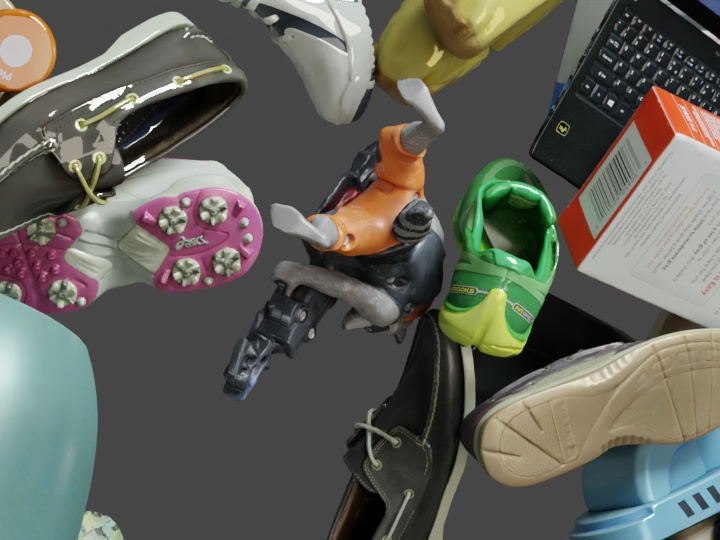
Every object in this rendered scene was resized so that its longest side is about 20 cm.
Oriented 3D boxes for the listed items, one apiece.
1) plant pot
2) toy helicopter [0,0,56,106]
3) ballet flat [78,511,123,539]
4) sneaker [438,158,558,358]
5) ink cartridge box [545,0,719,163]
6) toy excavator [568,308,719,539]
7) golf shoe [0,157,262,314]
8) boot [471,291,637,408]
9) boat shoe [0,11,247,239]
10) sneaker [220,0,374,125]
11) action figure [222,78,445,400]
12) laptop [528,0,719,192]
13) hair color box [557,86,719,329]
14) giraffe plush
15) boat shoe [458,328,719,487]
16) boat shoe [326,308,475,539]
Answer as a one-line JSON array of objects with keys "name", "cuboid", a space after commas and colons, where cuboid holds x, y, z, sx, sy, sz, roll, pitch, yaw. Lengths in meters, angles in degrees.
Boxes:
[{"name": "plant pot", "cuboid": [-0.236, 0.093, 1.208, 0.200, 0.200, 0.162, 28, 73, -27]}, {"name": "toy helicopter", "cuboid": [-0.270, -0.147, 1.222, 0.132, 0.079, 0.200, -41, 104, -5]}, {"name": "ballet flat", "cuboid": [-0.186, 0.245, 1.325, 0.074, 0.074, 0.201, 24, 88, -28]}, {"name": "sneaker", "cuboid": [0.096, -0.021, 1.351, 0.074, 0.200, 0.084, 21, 118, -5]}, {"name": "ink cartridge box", "cuboid": [0.218, -0.155, 1.442, 0.144, 0.084, 0.201, 12, 94, -27]}, {"name": "toy excavator", "cuboid": [0.205, 0.104, 1.420, 0.194, 0.100, 0.201, -21, 93, -30]}, {"name": "golf shoe", "cuboid": [-0.157, -0.025, 1.293, 0.198, 0.092, 0.076, -3, 117, -4]}, {"name": "boot", "cuboid": [0.131, 0.105, 1.453, 0.199, 0.065, 0.166, 27, 75, -33]}, {"name": "boat shoe", "cuboid": [-0.149, -0.073, 1.225, 0.201, 0.060, 0.072, -39, 154, -29]}, {"name": "sneaker", "cuboid": [-0.075, -0.167, 1.301, 0.129, 0.079, 0.200, -22, 113, -16]}, {"name": "action figure", "cuboid": [0.000, 0.000, 1.320, 0.201, 0.104, 0.194, -58, 161, -16]}, {"name": "laptop", "cuboid": [0.236, -0.108, 1.354, 0.177, 0.103, 0.201, 31, 88, -27]}, {"name": "hair color box", "cuboid": [0.237, -0.021, 1.369, 0.199, 0.064, 0.111, 24, 117, -22]}, {"name": "giraffe plush", "cuboid": [0.062, -0.222, 1.322, 0.163, 0.200, 0.172, 53, 33, 1]}, {"name": "boat shoe", "cuboid": [0.152, 0.076, 1.348, 0.199, 0.065, 0.072, -19, 111, -18]}, {"name": "boat shoe", "cuboid": [0.025, 0.115, 1.385, 0.067, 0.072, 0.201, 5, 116, -21]}]
